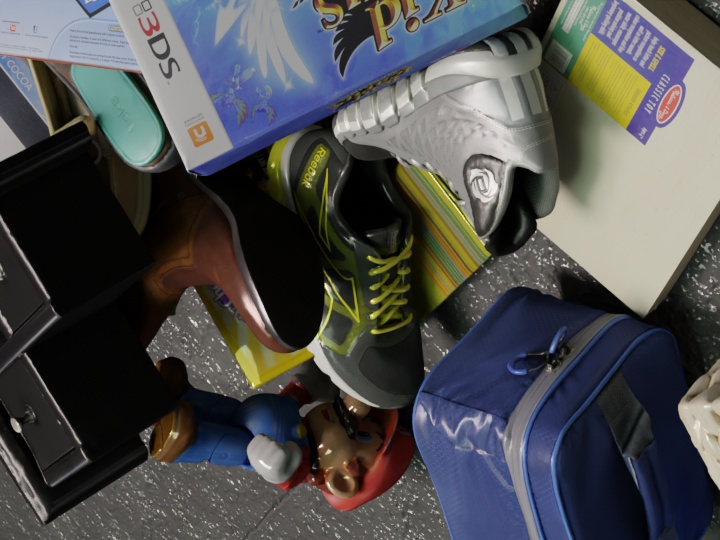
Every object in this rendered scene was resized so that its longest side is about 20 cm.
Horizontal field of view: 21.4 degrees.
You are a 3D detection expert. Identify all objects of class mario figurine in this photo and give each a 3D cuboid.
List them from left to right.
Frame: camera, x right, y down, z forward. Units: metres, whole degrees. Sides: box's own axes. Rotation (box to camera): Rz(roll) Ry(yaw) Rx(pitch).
[{"bbox_3d":[-0.048,0.102,1.360,0.199,0.124,0.106,13,155,-25],"label":"mario figurine"}]

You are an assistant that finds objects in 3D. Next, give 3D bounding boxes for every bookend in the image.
[{"bbox_3d":[-0.192,0.040,1.220,0.200,0.092,0.199,58,148,1],"label":"bookend"}]

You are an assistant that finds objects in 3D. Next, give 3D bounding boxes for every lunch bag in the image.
[{"bbox_3d":[0.131,0.110,1.148,0.132,0.136,0.200,17,142,39],"label":"lunch bag"}]

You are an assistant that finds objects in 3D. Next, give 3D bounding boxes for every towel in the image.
[{"bbox_3d":[0.027,-0.010,1.279,0.086,0.018,0.200,54,149,6],"label":"towel"}]

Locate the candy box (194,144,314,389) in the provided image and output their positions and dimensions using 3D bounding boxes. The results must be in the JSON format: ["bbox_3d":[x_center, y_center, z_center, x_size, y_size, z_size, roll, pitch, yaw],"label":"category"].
[{"bbox_3d":[-0.080,-0.028,1.310,0.102,0.026,0.200,-29,95,15],"label":"candy box"}]

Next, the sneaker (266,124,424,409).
[{"bbox_3d":[0.000,0.000,1.233,0.084,0.074,0.201,-1,114,56],"label":"sneaker"}]

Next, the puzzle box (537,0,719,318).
[{"bbox_3d":[0.148,-0.073,1.058,0.133,0.025,0.200,43,146,14],"label":"puzzle box"}]

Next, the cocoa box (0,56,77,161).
[{"bbox_3d":[-0.260,-0.156,1.347,0.200,0.131,0.133,52,170,-1],"label":"cocoa box"}]

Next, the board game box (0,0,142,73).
[{"bbox_3d":[-0.175,-0.174,1.118,0.199,0.019,0.103,12,105,39],"label":"board game box"}]

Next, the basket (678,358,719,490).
[{"bbox_3d":[0.275,0.107,0.985,0.123,0.135,0.200,-5,118,57],"label":"basket"}]

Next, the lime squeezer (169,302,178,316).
[{"bbox_3d":[-0.115,-0.070,1.351,0.038,0.070,0.201,-171,78,-78],"label":"lime squeezer"}]

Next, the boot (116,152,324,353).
[{"bbox_3d":[-0.122,0.015,1.251,0.200,0.068,0.189,-44,69,37],"label":"boot"}]

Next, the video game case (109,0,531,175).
[{"bbox_3d":[-0.038,-0.174,1.008,0.182,0.199,0.045,64,-173,3],"label":"video game case"}]

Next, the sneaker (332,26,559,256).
[{"bbox_3d":[0.052,-0.059,1.100,0.200,0.075,0.116,-22,87,65],"label":"sneaker"}]

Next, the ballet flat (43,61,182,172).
[{"bbox_3d":[-0.165,-0.146,1.194,0.200,0.073,0.073,54,148,9],"label":"ballet flat"}]

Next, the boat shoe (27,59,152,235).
[{"bbox_3d":[-0.187,-0.111,1.241,0.073,0.063,0.202,-18,81,50],"label":"boat shoe"}]
